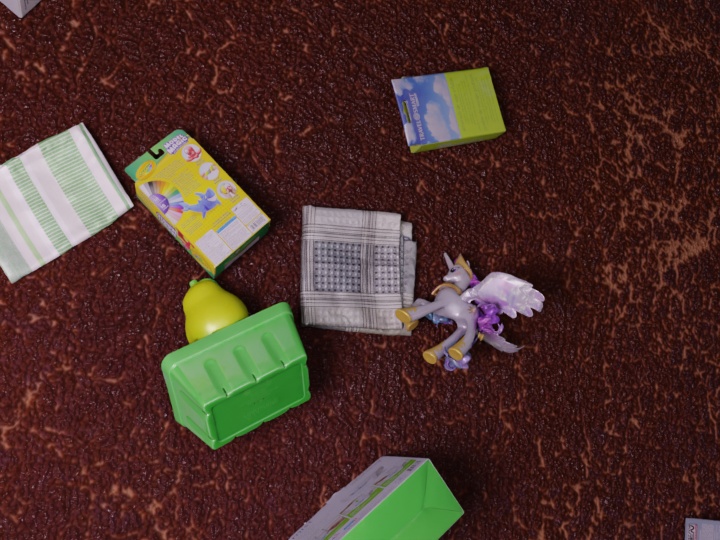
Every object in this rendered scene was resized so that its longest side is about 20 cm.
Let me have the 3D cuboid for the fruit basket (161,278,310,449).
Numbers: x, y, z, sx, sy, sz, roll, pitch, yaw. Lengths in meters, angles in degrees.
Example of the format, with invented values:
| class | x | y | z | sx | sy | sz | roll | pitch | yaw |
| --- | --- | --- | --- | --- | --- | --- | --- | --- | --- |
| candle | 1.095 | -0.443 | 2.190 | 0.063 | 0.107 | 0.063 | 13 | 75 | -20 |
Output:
| class | x | y | z | sx | sy | sz | roll | pitch | yaw |
| --- | --- | --- | --- | --- | --- | --- | --- | --- | --- |
| fruit basket | -0.187 | 0.116 | 1.111 | 0.210 | 0.158 | 0.218 | -1 | 40 | 1 |

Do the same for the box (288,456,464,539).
| class | x | y | z | sx | sy | sz | roll | pitch | yaw |
| --- | --- | --- | --- | --- | --- | --- | --- | --- | --- |
| box | 0.015 | 0.358 | 1.097 | 0.199 | 0.176 | 0.098 | -37 | 92 | -24 |

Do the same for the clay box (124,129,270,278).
| class | x | y | z | sx | sy | sz | roll | pitch | yaw |
| --- | --- | --- | --- | --- | --- | --- | --- | --- | --- |
| clay box | -0.239 | -0.101 | 1.150 | 0.200 | 0.048 | 0.115 | 45 | 66 | 8 |

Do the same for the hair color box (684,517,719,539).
| class | x | y | z | sx | sy | sz | roll | pitch | yaw |
| --- | --- | --- | --- | --- | --- | --- | --- | --- | --- |
| hair color box | 0.651 | 0.458 | 1.312 | 0.097 | 0.200 | 0.062 | 16 | 73 | -17 |

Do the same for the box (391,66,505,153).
| class | x | y | z | sx | sy | sz | roll | pitch | yaw |
| --- | --- | --- | --- | --- | --- | --- | --- | --- | --- |
| box | 0.146 | -0.276 | 1.351 | 0.196 | 0.048 | 0.125 | -12 | 83 | -23 |

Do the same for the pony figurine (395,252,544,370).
| class | x | y | z | sx | sy | sz | roll | pitch | yaw |
| --- | --- | --- | --- | --- | --- | --- | --- | --- | --- |
| pony figurine | 0.170 | 0.068 | 1.237 | 0.191 | 0.168 | 0.200 | 34 | 49 | 16 |

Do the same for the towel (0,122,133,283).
| class | x | y | z | sx | sy | sz | roll | pitch | yaw |
| --- | --- | --- | --- | --- | --- | --- | --- | --- | --- |
| towel | -0.439 | -0.101 | 1.099 | 0.198 | 0.023 | 0.154 | -35 | 93 | -24 |

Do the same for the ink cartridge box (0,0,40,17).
| class | x | y | z | sx | sy | sz | roll | pitch | yaw |
| --- | --- | --- | --- | --- | --- | --- | --- | --- | --- |
| ink cartridge box | -0.480 | -0.495 | 1.132 | 0.144 | 0.084 | 0.202 | 39 | 67 | -9 |

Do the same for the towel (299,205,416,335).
| class | x | y | z | sx | sy | sz | roll | pitch | yaw |
| --- | --- | --- | --- | --- | --- | --- | --- | --- | --- |
| towel | 0.000 | 0.000 | 1.244 | 0.195 | 0.034 | 0.198 | 6 | 77 | -21 |
